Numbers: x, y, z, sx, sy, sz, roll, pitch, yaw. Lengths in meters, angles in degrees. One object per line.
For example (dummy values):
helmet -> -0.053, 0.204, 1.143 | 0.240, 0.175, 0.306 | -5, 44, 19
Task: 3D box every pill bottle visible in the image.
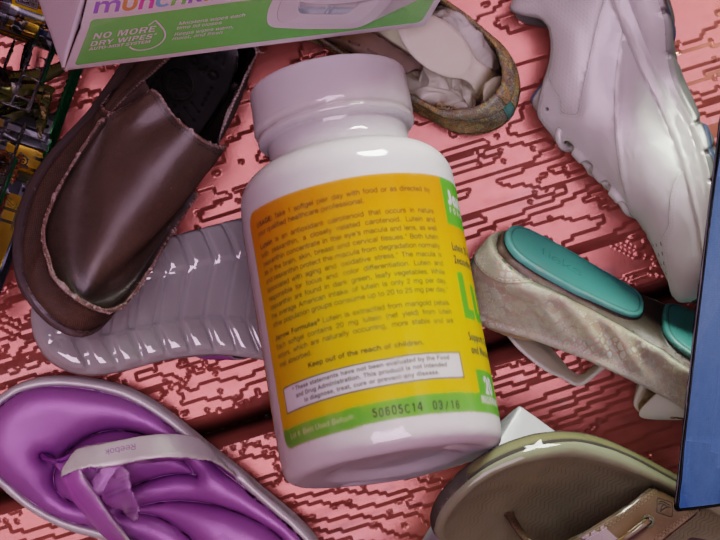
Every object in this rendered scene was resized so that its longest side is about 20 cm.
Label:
pill bottle -> 0.000, 0.000, 0.978 | 0.110, 0.111, 0.202 | -10, 76, -1

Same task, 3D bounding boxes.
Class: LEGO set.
LEGO set -> -0.218, -0.081, 0.988 | 0.115, 0.154, 0.201 | 18, 87, -1

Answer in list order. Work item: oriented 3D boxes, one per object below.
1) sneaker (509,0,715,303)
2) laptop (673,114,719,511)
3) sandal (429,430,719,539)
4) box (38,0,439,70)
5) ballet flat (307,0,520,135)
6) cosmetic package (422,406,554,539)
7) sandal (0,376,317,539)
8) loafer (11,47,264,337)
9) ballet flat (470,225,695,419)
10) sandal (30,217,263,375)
sneaker -> 0.142, -0.076, 1.043 | 0.087, 0.074, 0.201 | -19, 84, 11
laptop -> 0.251, 0.029, 0.955 | 0.198, 0.116, 0.189 | 7, 92, -1
sandal -> 0.133, 0.134, 0.965 | 0.200, 0.058, 0.080 | 15, 125, -12
box -> -0.068, -0.204, 0.947 | 0.199, 0.097, 0.177 | -11, 64, -27
ballet flat -> 0.001, -0.140, 1.032 | 0.199, 0.071, 0.071 | 34, 90, -1
cosmetic package -> 0.120, 0.191, 1.017 | 0.199, 0.052, 0.151 | 35, 65, -2
sandal -> -0.108, 0.117, 1.033 | 0.202, 0.050, 0.083 | 26, 90, -2
loafer -> -0.111, -0.060, 0.987 | 0.073, 0.071, 0.201 | 34, 61, -24
ballet flat -> 0.146, 0.043, 1.049 | 0.199, 0.068, 0.063 | 28, 118, 2
sandal -> -0.075, 0.015, 1.042 | 0.201, 0.050, 0.083 | -2, 76, -13
